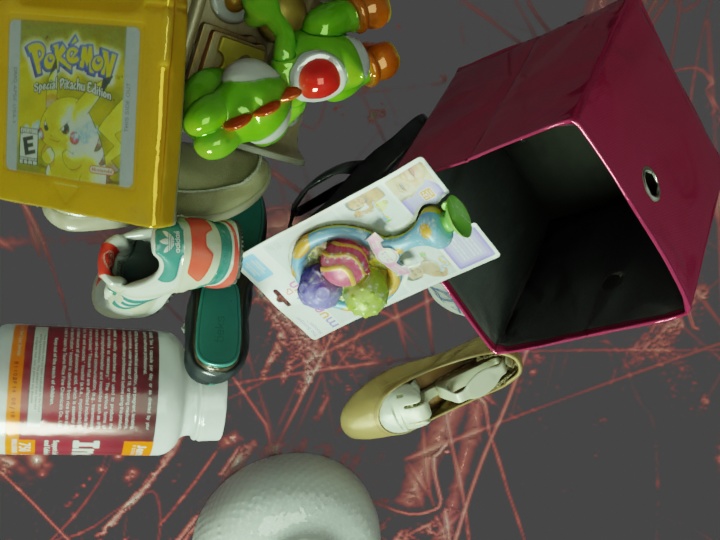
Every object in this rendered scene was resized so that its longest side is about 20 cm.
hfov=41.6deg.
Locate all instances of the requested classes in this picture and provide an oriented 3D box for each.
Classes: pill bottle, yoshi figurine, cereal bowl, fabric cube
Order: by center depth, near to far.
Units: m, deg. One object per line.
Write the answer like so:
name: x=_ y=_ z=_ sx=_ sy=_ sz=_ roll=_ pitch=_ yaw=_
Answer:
yoshi figurine: x=-0.069 y=-0.156 z=0.758 sx=0.200 sy=0.112 sz=0.113 roll=-36 pitch=84 yaw=-28
fabric cube: x=0.174 y=-0.078 z=0.814 sx=0.197 sy=0.199 sz=0.200 roll=53 pitch=46 yaw=-22
pill bottle: x=-0.223 y=0.108 z=0.844 sx=0.198 sy=0.113 sz=0.114 roll=4 pitch=105 yaw=-17
cereal bowl: x=-0.069 y=0.292 z=0.961 sx=0.199 sy=0.083 sz=0.202 roll=-4 pitch=106 yaw=-15

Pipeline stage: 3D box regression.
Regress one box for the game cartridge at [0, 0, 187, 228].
game cartridge: x=-0.210 y=-0.143 z=0.713 sx=0.175 sy=0.032 sz=0.202 roll=10 pitch=103 yaw=26

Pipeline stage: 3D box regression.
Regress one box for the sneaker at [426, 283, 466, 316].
sneaker: x=0.093 y=0.003 z=0.918 sx=0.199 sy=0.088 sz=0.076 roll=28 pitch=95 yaw=-23

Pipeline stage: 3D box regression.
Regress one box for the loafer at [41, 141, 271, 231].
loafer: x=-0.168 y=-0.082 z=0.803 sx=0.199 sy=0.076 sz=0.069 roll=-13 pitch=139 yaw=-24

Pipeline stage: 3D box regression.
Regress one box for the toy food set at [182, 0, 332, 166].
toy food set: x=-0.076 y=-0.200 z=0.800 sx=0.143 sy=0.060 sz=0.201 roll=11 pitch=103 yaw=-38

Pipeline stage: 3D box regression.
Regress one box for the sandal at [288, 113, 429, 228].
sandal: x=-0.014 y=-0.077 z=0.879 sx=0.200 sy=0.076 sz=0.043 roll=-42 pitch=83 yaw=-11

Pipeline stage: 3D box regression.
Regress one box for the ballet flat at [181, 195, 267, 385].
ballet flat: x=-0.125 y=0.012 z=0.845 sx=0.073 sy=0.073 sz=0.201 roll=15 pitch=58 yaw=-19

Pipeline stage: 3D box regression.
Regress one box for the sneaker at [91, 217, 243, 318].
sneaker: x=-0.187 y=-0.006 z=0.783 sx=0.093 sy=0.199 sz=0.071 roll=8 pitch=74 yaw=-44

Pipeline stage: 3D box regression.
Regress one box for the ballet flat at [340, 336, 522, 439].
ballet flat: x=0.074 y=0.121 z=0.961 sx=0.199 sy=0.063 sz=0.069 roll=-27 pitch=111 yaw=-7

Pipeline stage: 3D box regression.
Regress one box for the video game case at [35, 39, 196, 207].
video game case: x=-0.256 y=-0.185 z=0.787 sx=0.200 sy=0.036 sz=0.182 roll=-41 pitch=114 yaw=-1

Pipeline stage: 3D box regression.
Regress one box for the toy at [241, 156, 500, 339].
toy: x=0.000 y=0.000 z=0.770 sx=0.199 sy=0.047 sz=0.115 roll=-28 pitch=122 yaw=26
